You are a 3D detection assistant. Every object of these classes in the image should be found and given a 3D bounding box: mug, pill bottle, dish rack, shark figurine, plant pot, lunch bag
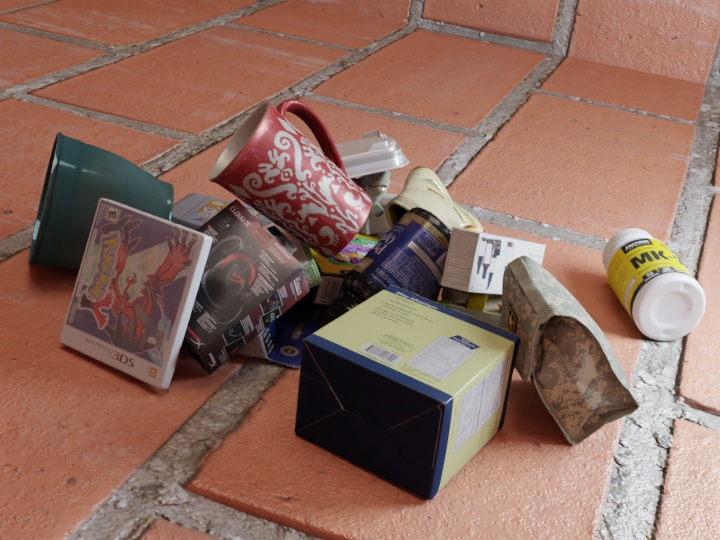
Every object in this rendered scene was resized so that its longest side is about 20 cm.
[{"bbox_3d":[-0.079,-0.135,1.391,0.199,0.178,0.133,38,-10,-18],"label":"mug"},{"bbox_3d":[0.462,0.016,1.613,0.113,0.115,0.200,3,26,-8],"label":"pill bottle"},{"bbox_3d":[-0.032,-0.173,1.545,0.198,0.044,0.172,-12,16,-2],"label":"dish rack"},{"bbox_3d":[-0.046,-0.121,1.578,0.212,0.090,0.128,-17,-18,11],"label":"shark figurine"},{"bbox_3d":[-0.387,-0.088,1.525,0.186,0.202,0.200,12,23,-21],"label":"plant pot"},{"bbox_3d":[0.250,0.092,1.291,0.117,0.201,0.164,-31,26,9],"label":"lunch bag"},{"bbox_3d":[0.046,0.017,1.415,0.200,0.112,0.112,-45,47,-14],"label":"pill bottle"}]

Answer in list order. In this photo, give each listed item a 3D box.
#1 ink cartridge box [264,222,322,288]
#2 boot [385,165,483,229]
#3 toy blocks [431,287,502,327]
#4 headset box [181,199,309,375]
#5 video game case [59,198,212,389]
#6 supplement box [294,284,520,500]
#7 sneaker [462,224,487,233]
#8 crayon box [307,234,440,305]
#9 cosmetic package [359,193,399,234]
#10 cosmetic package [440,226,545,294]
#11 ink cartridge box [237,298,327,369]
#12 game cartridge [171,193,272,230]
[{"bbox_3d":[-0.167,0.001,1.451,0.198,0.048,0.146,-22,34,-3],"label":"ink cartridge box"},{"bbox_3d":[0.128,-0.063,1.654,0.201,0.073,0.156,52,32,-9],"label":"boot"},{"bbox_3d":[0.193,0.068,1.476,0.198,0.101,0.137,12,16,-1],"label":"toy blocks"},{"bbox_3d":[-0.175,0.014,1.341,0.200,0.075,0.149,-40,67,-16],"label":"headset box"},{"bbox_3d":[-0.292,0.027,1.295,0.181,0.202,0.023,19,3,26],"label":"video game case"},{"bbox_3d":[0.058,0.139,1.227,0.198,0.136,0.199,22,29,27],"label":"supplement box"},{"bbox_3d":[0.185,-0.016,1.560,0.077,0.091,0.200,8,-11,14],"label":"sneaker"},{"bbox_3d":[0.000,0.000,1.553,0.198,0.059,0.173,9,22,-23],"label":"crayon box"},{"bbox_3d":[0.014,-0.102,1.738,0.150,0.052,0.199,14,15,37],"label":"cosmetic package"},{"bbox_3d":[0.193,-0.009,1.430,0.050,0.084,0.199,16,7,36],"label":"cosmetic package"},{"bbox_3d":[-0.158,0.058,1.443,0.198,0.041,0.200,11,26,6],"label":"ink cartridge box"},{"bbox_3d":[-0.219,-0.075,1.642,0.198,0.042,0.133,14,20,9],"label":"game cartridge"}]
